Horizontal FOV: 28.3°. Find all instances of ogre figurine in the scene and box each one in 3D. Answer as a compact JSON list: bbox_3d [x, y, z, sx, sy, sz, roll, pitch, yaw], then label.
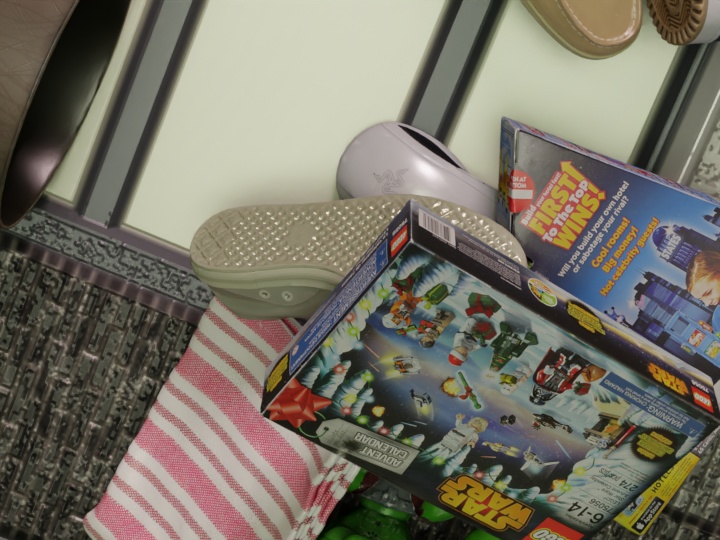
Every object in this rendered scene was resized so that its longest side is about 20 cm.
[{"bbox_3d":[0.017,0.146,0.860,0.199,0.098,0.120,18,91,-10],"label":"ogre figurine"}]

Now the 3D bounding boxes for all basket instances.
[{"bbox_3d":[-0.249,-0.148,0.794,0.199,0.136,0.181,27,105,-1],"label":"basket"}]

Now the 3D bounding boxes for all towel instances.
[{"bbox_3d":[-0.083,0.120,0.847,0.146,0.030,0.200,40,104,35],"label":"towel"}]

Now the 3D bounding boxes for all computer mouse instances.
[{"bbox_3d":[0.070,-0.010,0.856,0.200,0.044,0.110,36,100,-6],"label":"computer mouse"}]

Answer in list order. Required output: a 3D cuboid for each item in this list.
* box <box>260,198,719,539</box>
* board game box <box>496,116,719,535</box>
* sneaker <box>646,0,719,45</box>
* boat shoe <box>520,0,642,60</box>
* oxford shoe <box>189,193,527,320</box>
[{"bbox_3d":[0.067,0.066,0.743,0.199,0.040,0.137,29,123,-18],"label":"box"},{"bbox_3d":[0.135,0.013,0.816,0.199,0.062,0.200,34,98,-9],"label":"board game box"},{"bbox_3d":[0.207,-0.225,0.803,0.108,0.070,0.201,-5,82,-20],"label":"sneaker"},{"bbox_3d":[0.108,-0.207,0.768,0.072,0.065,0.201,-26,105,-13],"label":"boat shoe"},{"bbox_3d":[0.000,0.000,0.794,0.199,0.075,0.058,2,140,25],"label":"oxford shoe"}]
